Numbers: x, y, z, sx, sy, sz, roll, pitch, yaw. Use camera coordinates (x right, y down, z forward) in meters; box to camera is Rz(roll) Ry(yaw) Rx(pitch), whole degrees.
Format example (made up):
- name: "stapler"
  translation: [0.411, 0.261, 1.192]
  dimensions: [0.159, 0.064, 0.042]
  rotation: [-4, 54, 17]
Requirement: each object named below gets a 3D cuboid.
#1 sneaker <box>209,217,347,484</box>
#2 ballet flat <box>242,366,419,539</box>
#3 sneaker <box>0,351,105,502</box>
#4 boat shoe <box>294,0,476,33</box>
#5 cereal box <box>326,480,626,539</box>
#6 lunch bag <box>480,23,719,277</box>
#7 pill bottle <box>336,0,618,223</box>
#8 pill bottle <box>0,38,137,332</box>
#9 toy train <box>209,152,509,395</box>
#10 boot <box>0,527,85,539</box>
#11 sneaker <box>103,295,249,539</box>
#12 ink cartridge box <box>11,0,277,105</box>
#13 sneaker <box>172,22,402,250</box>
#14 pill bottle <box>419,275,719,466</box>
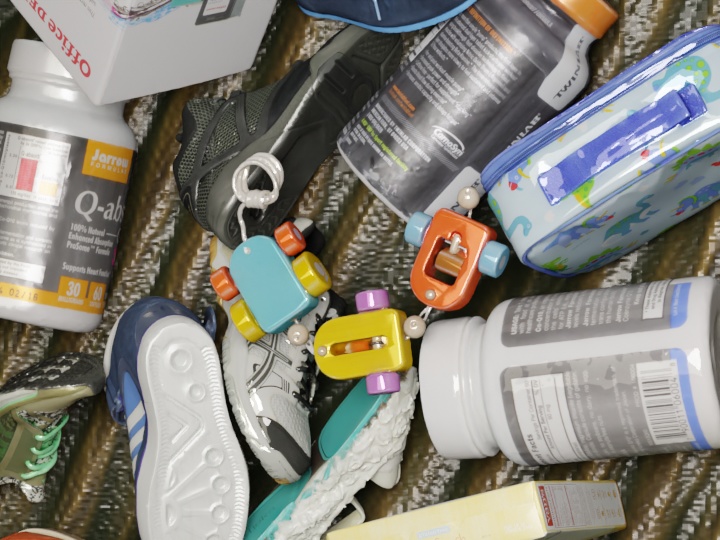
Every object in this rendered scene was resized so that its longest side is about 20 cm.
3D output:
- name: "sneaker"
  translation: [-0.050, 0.049, 1.574]
  dimensions: [0.087, 0.076, 0.201]
  rotation: [-16, 65, 9]
- name: "ballet flat"
  translation: [-0.013, 0.146, 1.581]
  dimensions: [0.072, 0.072, 0.200]
  rotation: [46, 105, 18]
- name: "sneaker"
  translation: [-0.245, 0.124, 1.660]
  dimensions: [0.200, 0.077, 0.089]
  rotation: [-27, 98, 40]
- name: "boat shoe"
  translation: [0.003, -0.208, 1.547]
  dimensions: [0.199, 0.069, 0.084]
  rotation: [3, 47, 45]
- name: "cereal box"
  translation: [0.080, 0.170, 1.463]
  dimensions: [0.143, 0.200, 0.040]
  rotation: [-17, 80, 20]
- name: "lunch bag"
  translation: [0.183, -0.077, 1.463]
  dimensions: [0.200, 0.161, 0.083]
  rotation: [-33, 75, 17]
- name: "pill bottle"
  translation: [0.085, -0.126, 1.534]
  dimensions: [0.200, 0.106, 0.106]
  rotation: [-47, 72, 12]
- name: "pill bottle"
  translation: [-0.228, -0.062, 1.647]
  dimensions: [0.116, 0.116, 0.201]
  rotation: [12, 91, 22]
- name: "toy train"
  translation: [0.000, 0.000, 1.507]
  dimensions: [0.199, 0.056, 0.151]
  rotation: [18, 92, 21]
- name: "boot"
  translation: [-0.190, 0.235, 1.616]
  dimensions: [0.199, 0.107, 0.075]
  rotation: [10, 88, 20]
- name: "sneaker"
  translation: [-0.137, 0.118, 1.610]
  dimensions: [0.080, 0.146, 0.201]
  rotation: [-7, 99, -16]
- name: "ink cartridge box"
  translation: [-0.141, -0.245, 1.560]
  dimensions: [0.147, 0.146, 0.200]
  rotation: [50, 136, 25]
- name: "sneaker"
  translation: [-0.061, -0.116, 1.606]
  dimensions: [0.200, 0.076, 0.114]
  rotation: [-51, 49, -4]
- name: "pill bottle"
  translation: [0.146, 0.070, 1.492]
  dimensions: [0.199, 0.114, 0.114]
  rotation: [-7, 83, 21]
